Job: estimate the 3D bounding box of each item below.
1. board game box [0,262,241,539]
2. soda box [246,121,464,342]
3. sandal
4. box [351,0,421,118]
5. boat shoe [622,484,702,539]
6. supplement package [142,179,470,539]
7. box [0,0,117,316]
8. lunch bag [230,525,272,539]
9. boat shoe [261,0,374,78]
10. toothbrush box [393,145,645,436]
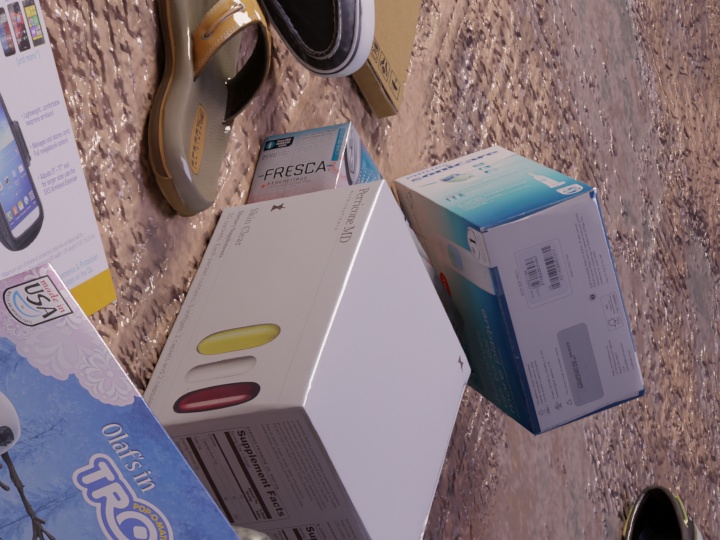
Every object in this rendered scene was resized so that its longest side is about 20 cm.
[{"bbox_3d":[-0.154,0.110,0.953,0.199,0.043,0.200,-22,66,-40],"label":"board game box"},{"bbox_3d":[0.000,0.000,1.545,0.200,0.063,0.069,60,31,-41],"label":"soda box"},{"bbox_3d":[-0.081,-0.124,1.414,0.080,0.054,0.201,47,40,-52],"label":"sandal"},{"bbox_3d":[-0.007,-0.231,1.663,0.200,0.021,0.164,58,32,-41],"label":"box"},{"bbox_3d":[0.243,0.262,2.005,0.061,0.072,0.201,61,23,-30],"label":"boat shoe"},{"bbox_3d":[-0.029,0.074,1.394,0.200,0.111,0.156,-71,144,-48],"label":"supplement package"},{"bbox_3d":[-0.184,-0.062,1.180,0.119,0.041,0.201,-34,110,-64],"label":"box"},{"bbox_3d":[-0.130,0.200,1.049,0.140,0.167,0.200,92,11,-49],"label":"lunch bag"},{"bbox_3d":[-0.051,-0.212,1.506,0.064,0.071,0.201,-32,103,-66],"label":"boat shoe"},{"bbox_3d":[0.104,0.008,1.632,0.200,0.085,0.147,-141,-146,-71],"label":"toothbrush box"}]
